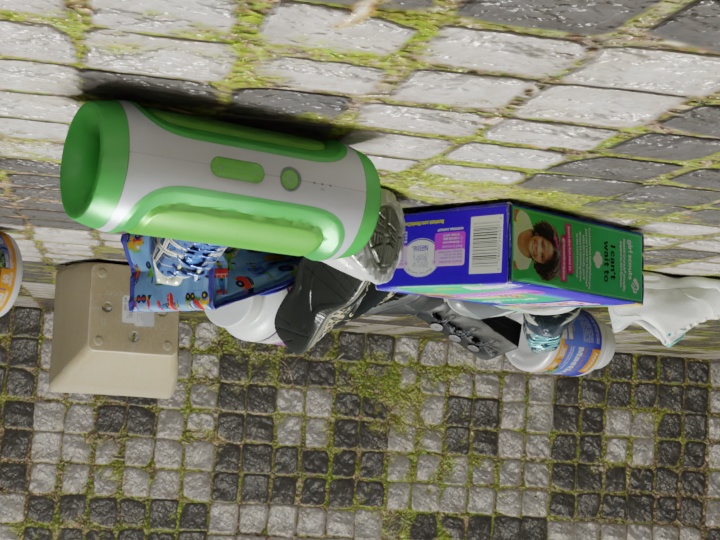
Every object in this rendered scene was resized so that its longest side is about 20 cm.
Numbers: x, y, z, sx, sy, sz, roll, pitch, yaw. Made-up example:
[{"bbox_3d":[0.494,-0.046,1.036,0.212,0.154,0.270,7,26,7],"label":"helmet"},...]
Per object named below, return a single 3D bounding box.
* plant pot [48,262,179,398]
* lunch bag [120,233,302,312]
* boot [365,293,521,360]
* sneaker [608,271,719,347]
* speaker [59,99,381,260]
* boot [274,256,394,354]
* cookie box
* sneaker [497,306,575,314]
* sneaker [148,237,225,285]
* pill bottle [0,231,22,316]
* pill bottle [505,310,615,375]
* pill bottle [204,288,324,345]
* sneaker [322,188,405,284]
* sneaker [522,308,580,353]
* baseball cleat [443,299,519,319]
[{"bbox_3d":[-0.367,0.080,1.935,0.199,0.201,0.177,6,163,-19],"label":"plant pot"},{"bbox_3d":[-0.144,-0.011,1.418,0.150,0.095,0.199,-4,-177,44],"label":"lunch bag"},{"bbox_3d":[0.101,0.061,1.716,0.199,0.066,0.165,26,163,-32],"label":"boot"},{"bbox_3d":[0.402,0.052,1.559,0.199,0.089,0.075,4,173,-8],"label":"sneaker"},{"bbox_3d":[-0.088,-0.056,0.812,0.199,0.089,0.088,7,173,-33],"label":"speaker"},{"bbox_3d":[-0.001,-0.001,1.385,0.154,0.074,0.204,-29,164,-42],"label":"boot"},{"bbox_3d":[0.142,-0.009,1.178,0.199,0.076,0.171,8,172,-42],"label":"cookie box"},{"bbox_3d":[0.196,0.014,1.364,0.118,0.074,0.200,16,178,-36],"label":"sneaker"},{"bbox_3d":[-0.149,-0.029,1.166,0.075,0.077,0.200,8,172,-22],"label":"sneaker"},{"bbox_3d":[-0.514,-0.005,1.482,0.112,0.113,0.200,-1,173,40],"label":"pill bottle"},{"bbox_3d":[0.337,0.118,2.073,0.112,0.113,0.199,-2,172,44],"label":"pill bottle"},{"bbox_3d":[-0.129,0.045,1.730,0.112,0.113,0.200,1,173,29],"label":"pill bottle"},{"bbox_3d":[-0.037,-0.043,1.041,0.099,0.078,0.200,8,169,35],"label":"sneaker"},{"bbox_3d":[0.257,0.075,1.696,0.077,0.087,0.200,3,-171,7],"label":"sneaker"},{"bbox_3d":[0.204,0.019,1.544,0.199,0.070,0.106,-4,174,-35],"label":"baseball cleat"}]
